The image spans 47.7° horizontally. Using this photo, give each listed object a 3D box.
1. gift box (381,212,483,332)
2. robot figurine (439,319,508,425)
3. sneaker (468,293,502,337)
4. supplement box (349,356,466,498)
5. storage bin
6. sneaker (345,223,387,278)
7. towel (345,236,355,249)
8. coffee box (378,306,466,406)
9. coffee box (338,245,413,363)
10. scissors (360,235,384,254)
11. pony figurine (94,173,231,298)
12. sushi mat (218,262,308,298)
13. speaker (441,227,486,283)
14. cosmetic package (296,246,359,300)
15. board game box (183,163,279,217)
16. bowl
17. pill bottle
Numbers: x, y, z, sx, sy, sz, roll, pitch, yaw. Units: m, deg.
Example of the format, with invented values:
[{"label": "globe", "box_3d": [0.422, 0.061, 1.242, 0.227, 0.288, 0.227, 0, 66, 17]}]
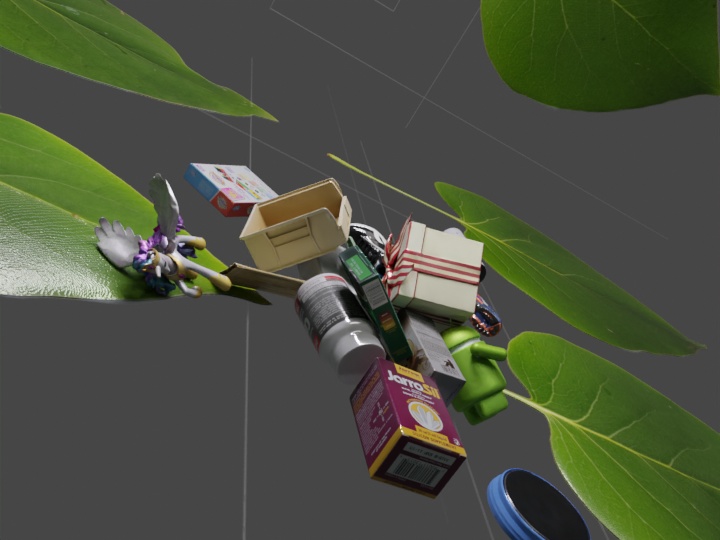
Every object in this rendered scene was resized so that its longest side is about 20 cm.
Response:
[{"label": "gift box", "box_3d": [0.135, 0.006, 1.654, 0.186, 0.200, 0.186, 14, 62, -7]}, {"label": "robot figurine", "box_3d": [0.210, 0.198, 1.604, 0.115, 0.176, 0.201, -18, 71, -29]}, {"label": "sneaker", "box_3d": [0.284, 0.092, 2.064, 0.200, 0.075, 0.078, 51, 18, 21]}, {"label": "supplement box", "box_3d": [0.074, 0.257, 1.342, 0.130, 0.103, 0.200, 23, 23, -24]}, {"label": "storage bin", "box_3d": [-0.126, -0.095, 1.679, 0.200, 0.197, 0.094, -85, 154, -67]}, {"label": "sneaker", "box_3d": [0.034, -0.039, 1.964, 0.199, 0.073, 0.112, 35, 20, 0]}, {"label": "towel", "box_3d": [0.000, 0.000, 1.726, 0.200, 0.023, 0.153, -78, 146, -87]}, {"label": "coffee box", "box_3d": [0.108, 0.178, 1.548, 0.079, 0.113, 0.200, 21, 23, -28]}, {"label": "coffee box", "box_3d": [0.029, 0.064, 1.492, 0.201, 0.044, 0.123, 66, -6, -34]}, {"label": "scissors", "box_3d": [0.074, -0.027, 1.907, 0.200, 0.014, 0.073, 27, 34, -46]}, {"label": "pony figurine", "box_3d": [-0.330, -0.039, 1.377, 0.193, 0.166, 0.200, 54, 13, 27]}, {"label": "sushi mat", "box_3d": [-0.174, 0.022, 1.530, 0.199, 0.095, 0.012, 15, 64, -39]}, {"label": "speaker", "box_3d": [0.289, -0.040, 2.323, 0.081, 0.081, 0.200, 22, 24, -27]}, {"label": "cosmetic package", "box_3d": [-0.067, 0.013, 1.711, 0.101, 0.071, 0.200, 24, 24, -24]}, {"label": "board game box", "box_3d": [-0.286, -0.185, 1.869, 0.153, 0.040, 0.200, 42, 23, 21]}, {"label": "bowl", "box_3d": [0.312, 0.425, 1.408, 0.200, 0.039, 0.201, 29, 21, -12]}, {"label": "pill bottle", "box_3d": [-0.038, 0.107, 1.491, 0.113, 0.114, 0.200, 16, 27, -37]}]
